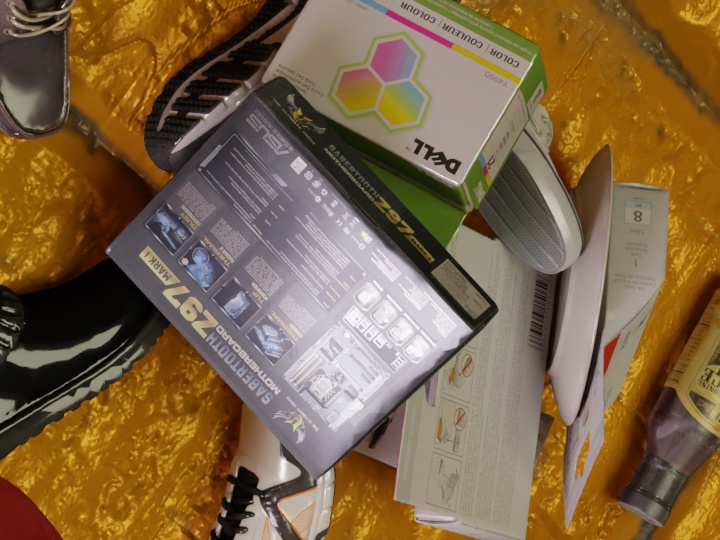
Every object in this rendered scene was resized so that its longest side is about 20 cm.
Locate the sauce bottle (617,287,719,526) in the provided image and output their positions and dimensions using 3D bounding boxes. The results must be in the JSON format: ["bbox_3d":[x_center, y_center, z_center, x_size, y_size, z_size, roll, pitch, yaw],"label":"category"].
[{"bbox_3d":[0.263,0.101,2.000,0.066,0.066,0.200,33,81,-37],"label":"sauce bottle"}]

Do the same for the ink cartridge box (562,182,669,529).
[{"bbox_3d":[0.179,0.063,1.830,0.047,0.160,0.200,6,61,-3],"label":"ink cartridge box"}]

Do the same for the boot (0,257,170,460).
[{"bbox_3d":[-0.221,0.017,1.612,0.211,0.079,0.158,-39,122,-22],"label":"boot"}]

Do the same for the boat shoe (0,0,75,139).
[{"bbox_3d":[-0.212,-0.170,1.574,0.074,0.073,0.200,-26,116,-29],"label":"boat shoe"}]

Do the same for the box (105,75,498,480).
[{"bbox_3d":[-0.038,0.006,1.602,0.200,0.158,0.051,47,28,4],"label":"box"}]

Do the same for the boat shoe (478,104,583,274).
[{"bbox_3d":[0.101,-0.095,1.779,0.067,0.074,0.200,-29,85,-35],"label":"boat shoe"}]

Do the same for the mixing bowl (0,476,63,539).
[{"bbox_3d":[-0.260,0.189,1.587,0.200,0.108,0.200,-8,138,-7],"label":"mixing bowl"}]

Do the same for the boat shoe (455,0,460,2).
[{"bbox_3d":[0.046,-0.191,1.721,0.075,0.066,0.200,61,36,-54],"label":"boat shoe"}]

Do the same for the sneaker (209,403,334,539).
[{"bbox_3d":[-0.067,0.174,1.763,0.080,0.074,0.200,-10,107,-32],"label":"sneaker"}]

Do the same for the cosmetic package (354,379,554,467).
[{"bbox_3d":[0.044,0.105,1.849,0.200,0.051,0.083,25,87,-38],"label":"cosmetic package"}]

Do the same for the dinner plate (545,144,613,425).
[{"bbox_3d":[0.151,0.009,1.838,0.024,0.200,0.200,8,99,-2],"label":"dinner plate"}]

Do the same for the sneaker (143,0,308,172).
[{"bbox_3d":[-0.055,-0.123,1.703,0.200,0.074,0.080,-42,125,-20],"label":"sneaker"}]

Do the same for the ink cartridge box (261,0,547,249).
[{"bbox_3d":[0.005,-0.076,1.621,0.200,0.148,0.076,-60,167,-8],"label":"ink cartridge box"}]

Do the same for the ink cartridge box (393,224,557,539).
[{"bbox_3d":[0.066,0.074,1.773,0.174,0.044,0.200,23,72,-53],"label":"ink cartridge box"}]
